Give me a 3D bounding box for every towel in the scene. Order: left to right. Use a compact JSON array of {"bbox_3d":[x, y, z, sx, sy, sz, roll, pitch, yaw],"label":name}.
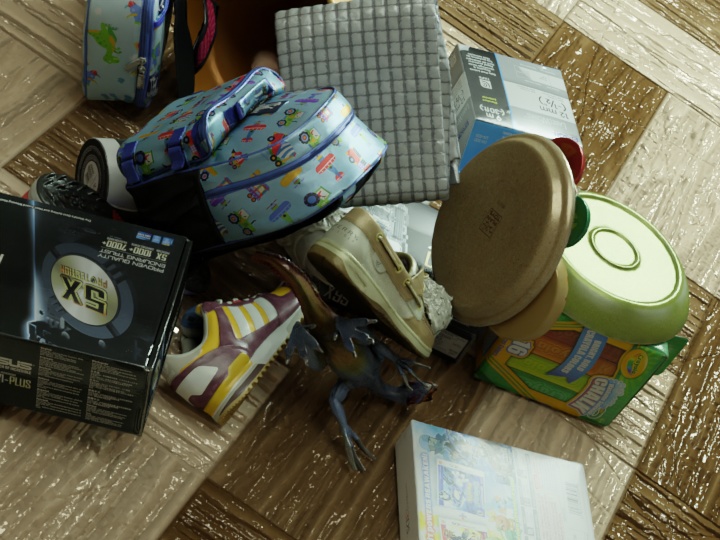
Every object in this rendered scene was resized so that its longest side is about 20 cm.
[{"bbox_3d":[0.007,-0.161,1.597,0.165,0.200,0.086,-6,7,1],"label":"towel"}]

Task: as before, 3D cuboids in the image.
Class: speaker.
[{"bbox_3d":[-0.168,-0.084,1.593,0.200,0.081,0.081,1,49,-32],"label":"speaker"}]

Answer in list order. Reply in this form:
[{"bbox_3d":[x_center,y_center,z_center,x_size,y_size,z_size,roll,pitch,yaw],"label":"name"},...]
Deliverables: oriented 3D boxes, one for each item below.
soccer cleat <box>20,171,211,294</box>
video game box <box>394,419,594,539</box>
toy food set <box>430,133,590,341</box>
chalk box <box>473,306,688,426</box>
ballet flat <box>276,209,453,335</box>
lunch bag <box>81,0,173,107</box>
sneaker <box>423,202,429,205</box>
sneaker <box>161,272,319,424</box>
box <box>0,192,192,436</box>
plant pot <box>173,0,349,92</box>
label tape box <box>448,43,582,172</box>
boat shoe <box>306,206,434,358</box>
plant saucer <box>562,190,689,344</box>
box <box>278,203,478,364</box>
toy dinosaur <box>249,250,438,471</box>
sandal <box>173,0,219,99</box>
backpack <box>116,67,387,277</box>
[{"bbox_3d":[-0.228,-0.022,1.510,0.200,0.073,0.068,26,38,-34],"label":"soccer cleat"},{"bbox_3d":[0.123,0.241,1.476,0.182,0.047,0.200,18,42,-19],"label":"video game box"},{"bbox_3d":[0.142,-0.039,1.575,0.049,0.198,0.200,20,1,-34],"label":"toy food set"},{"bbox_3d":[0.230,0.063,1.662,0.200,0.125,0.124,21,41,-11],"label":"chalk box"},{"bbox_3d":[0.000,0.000,1.547,0.200,0.072,0.072,31,40,-3],"label":"ballet flat"},{"bbox_3d":[-0.232,-0.277,1.678,0.082,0.161,0.200,8,43,-4],"label":"lunch bag"},{"bbox_3d":[0.060,-0.151,1.798,0.075,0.089,0.200,20,42,-16],"label":"sneaker"},{"bbox_3d":[-0.110,0.048,1.500,0.090,0.075,0.200,37,39,-3],"label":"sneaker"},{"bbox_3d":[-0.257,0.032,1.384,0.200,0.086,0.164,14,42,-2],"label":"box"},{"bbox_3d":[-0.066,-0.246,1.753,0.200,0.200,0.183,45,26,15],"label":"plant pot"},{"bbox_3d":[0.176,-0.161,1.900,0.143,0.066,0.200,12,42,-22],"label":"label tape box"},{"bbox_3d":[0.026,0.013,1.447,0.074,0.200,0.066,30,79,33],"label":"boat shoe"},{"bbox_3d":[0.245,-0.013,1.631,0.200,0.031,0.200,17,42,-16],"label":"plant saucer"},{"bbox_3d":[0.031,-0.011,1.667,0.200,0.050,0.158,26,41,-6],"label":"box"},{"bbox_3d":[0.004,0.070,1.493,0.200,0.105,0.181,69,11,14],"label":"toy dinosaur"},{"bbox_3d":[-0.165,-0.231,1.670,0.045,0.200,0.075,-1,12,-2],"label":"sandal"},{"bbox_3d":[-0.087,-0.099,1.457,0.183,0.200,0.135,-47,116,-48],"label":"backpack"}]
